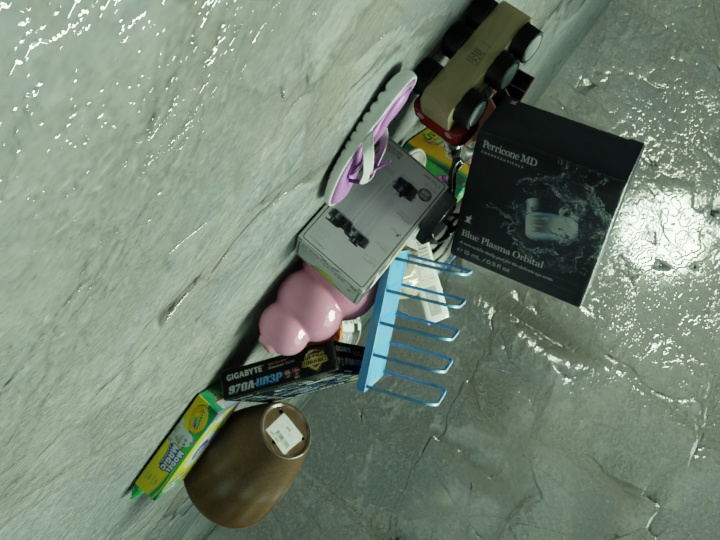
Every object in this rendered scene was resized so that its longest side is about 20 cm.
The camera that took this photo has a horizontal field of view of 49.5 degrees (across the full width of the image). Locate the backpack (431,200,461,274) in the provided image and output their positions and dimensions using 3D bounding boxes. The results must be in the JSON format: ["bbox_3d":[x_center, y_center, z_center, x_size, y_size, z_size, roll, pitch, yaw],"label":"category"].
[{"bbox_3d":[0.124,-0.080,1.536,0.201,0.163,0.167,-52,-163,-25],"label":"backpack"}]

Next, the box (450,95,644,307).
[{"bbox_3d":[0.240,-0.091,1.032,0.118,0.194,0.203,-48,154,-47],"label":"box"}]

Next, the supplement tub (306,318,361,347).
[{"bbox_3d":[-0.066,0.102,1.369,0.123,0.122,0.200,-51,174,1],"label":"supplement tub"}]

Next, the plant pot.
[{"bbox_3d":[-0.169,0.300,1.283,0.200,0.187,0.187,-42,-179,43],"label":"plant pot"}]

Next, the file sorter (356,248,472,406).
[{"bbox_3d":[0.084,0.081,1.152,0.139,0.120,0.204,-13,115,-77],"label":"file sorter"}]

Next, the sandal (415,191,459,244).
[{"bbox_3d":[0.113,-0.063,1.090,0.077,0.043,0.200,-52,176,5],"label":"sandal"}]

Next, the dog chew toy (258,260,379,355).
[{"bbox_3d":[-0.064,0.043,1.125,0.199,0.125,0.125,-41,171,-15],"label":"dog chew toy"}]

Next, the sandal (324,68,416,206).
[{"bbox_3d":[0.014,-0.144,0.931,0.082,0.050,0.204,-43,169,-52],"label":"sandal"}]

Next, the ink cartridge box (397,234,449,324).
[{"bbox_3d":[0.090,0.003,1.405,0.049,0.164,0.200,-18,-173,-9],"label":"ink cartridge box"}]

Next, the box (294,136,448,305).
[{"bbox_3d":[0.015,-0.069,1.062,0.201,0.116,0.060,-51,176,-20],"label":"box"}]

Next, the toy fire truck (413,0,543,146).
[{"bbox_3d":[0.142,-0.249,1.059,0.177,0.128,0.200,-50,163,-10],"label":"toy fire truck"}]

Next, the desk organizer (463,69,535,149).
[{"bbox_3d":[0.204,-0.277,1.221,0.076,0.072,0.201,-21,-158,37],"label":"desk organizer"}]

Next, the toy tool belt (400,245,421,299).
[{"bbox_3d":[0.000,0.000,1.308,0.122,0.198,0.128,-17,107,-39],"label":"toy tool belt"}]

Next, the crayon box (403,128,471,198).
[{"bbox_3d":[0.146,-0.184,1.321,0.059,0.118,0.200,-55,173,34],"label":"crayon box"}]

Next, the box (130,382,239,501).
[{"bbox_3d":[-0.269,0.269,1.205,0.201,0.048,0.117,-52,174,10],"label":"box"}]

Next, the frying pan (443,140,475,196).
[{"bbox_3d":[0.145,-0.201,1.208,0.030,0.116,0.192,-13,-144,31],"label":"frying pan"}]

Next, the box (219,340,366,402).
[{"bbox_3d":[-0.093,0.160,1.210,0.197,0.047,0.159,-18,164,20],"label":"box"}]

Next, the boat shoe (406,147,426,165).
[{"bbox_3d":[0.025,-0.112,1.211,0.202,0.057,0.067,-56,138,0],"label":"boat shoe"}]
